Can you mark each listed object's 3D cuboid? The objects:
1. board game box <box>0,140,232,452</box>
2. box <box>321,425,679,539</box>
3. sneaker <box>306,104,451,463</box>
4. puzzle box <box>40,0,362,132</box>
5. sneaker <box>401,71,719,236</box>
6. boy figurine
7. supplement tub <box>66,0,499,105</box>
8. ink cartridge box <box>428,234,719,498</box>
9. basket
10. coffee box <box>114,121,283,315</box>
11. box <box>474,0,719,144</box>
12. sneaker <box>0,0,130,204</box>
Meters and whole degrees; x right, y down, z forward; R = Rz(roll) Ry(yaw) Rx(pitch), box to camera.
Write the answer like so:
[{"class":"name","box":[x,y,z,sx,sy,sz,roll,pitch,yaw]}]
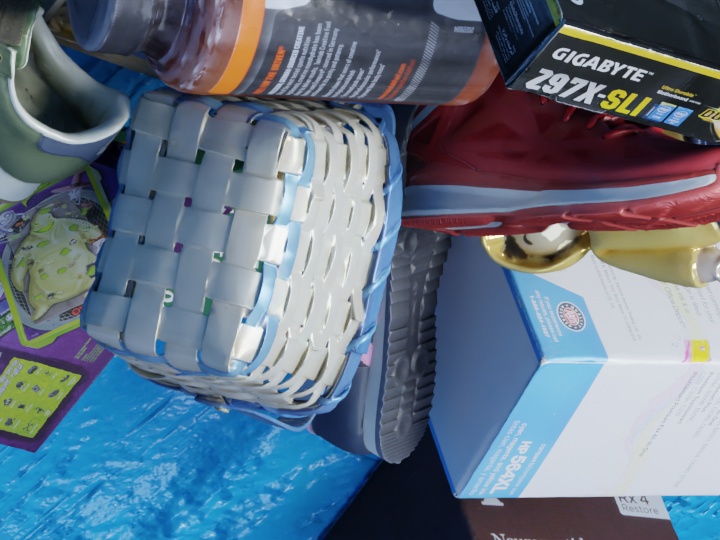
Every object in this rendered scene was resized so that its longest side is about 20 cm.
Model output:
[{"class":"board game box","box":[-0.170,0.011,1.516,0.120,0.032,0.200,15,127,-39]},{"class":"box","box":[0.097,0.213,1.820,0.165,0.201,0.164,7,136,-30]},{"class":"sneaker","box":[0.000,0.000,1.580,0.070,0.082,0.201,-1,101,-57]},{"class":"puzzle box","box":[-0.052,-0.141,1.453,0.199,0.025,0.133,17,130,-38]},{"class":"sneaker","box":[0.101,-0.078,1.412,0.199,0.116,0.078,-2,174,34]},{"class":"boy figurine","box":[0.146,-0.047,1.462,0.199,0.064,0.125,-11,105,30]},{"class":"supplement tub","box":[-0.033,-0.132,1.361,0.199,0.107,0.107,1,139,-25]},{"class":"ink cartridge box","box":[0.145,0.043,1.627,0.199,0.129,0.125,3,138,-26]},{"class":"basket","box":[-0.046,-0.014,1.439,0.139,0.177,0.200,13,177,28]},{"class":"coffee box","box":[-0.126,-0.021,1.555,0.199,0.044,0.123,-7,141,-16]},{"class":"box","box":[0.114,-0.155,1.360,0.159,0.201,0.049,14,134,-35]},{"class":"sneaker","box":[-0.187,-0.115,1.349,0.090,0.067,0.200,-19,130,35]}]
